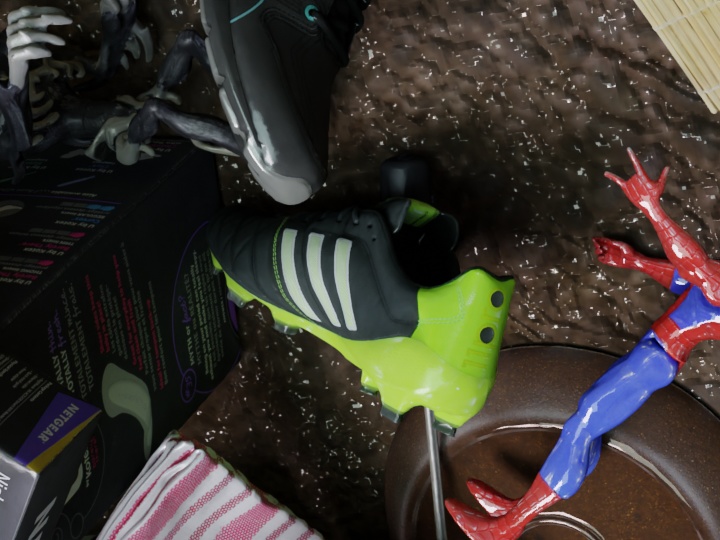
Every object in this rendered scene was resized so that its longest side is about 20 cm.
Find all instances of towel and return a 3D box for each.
[{"bbox_3d":[-0.061,0.179,0.950,0.030,0.147,0.200,18,162,46],"label":"towel"}]

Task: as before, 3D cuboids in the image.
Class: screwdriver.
[{"bbox_3d":[0.029,0.045,0.936,0.028,0.029,0.201,-8,107,-7],"label":"screwdriver"}]

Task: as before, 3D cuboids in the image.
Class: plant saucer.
[{"bbox_3d":[0.098,0.132,0.963,0.199,0.035,0.201,11,120,20],"label":"plant saucer"}]

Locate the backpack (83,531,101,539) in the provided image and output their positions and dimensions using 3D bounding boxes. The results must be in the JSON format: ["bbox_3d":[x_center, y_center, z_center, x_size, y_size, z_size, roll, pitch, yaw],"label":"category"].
[{"bbox_3d":[-0.123,0.241,1.032,0.153,0.175,0.201,-3,113,50],"label":"backpack"}]

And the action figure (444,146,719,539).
[{"bbox_3d":[0.104,0.023,0.873,0.200,0.065,0.099,-41,86,17],"label":"action figure"}]

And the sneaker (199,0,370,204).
[{"bbox_3d":[-0.024,-0.125,0.813,0.079,0.075,0.201,-9,71,6],"label":"sneaker"}]

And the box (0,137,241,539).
[{"bbox_3d":[-0.147,0.030,0.919,0.105,0.200,0.123,4,117,22],"label":"box"}]

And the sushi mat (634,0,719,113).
[{"bbox_3d":[0.133,-0.135,0.761,0.095,0.012,0.200,-17,137,28],"label":"sushi mat"}]

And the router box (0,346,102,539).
[{"bbox_3d":[-0.208,0.097,0.827,0.157,0.052,0.201,30,125,7],"label":"router box"}]

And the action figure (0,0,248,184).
[{"bbox_3d":[-0.119,-0.091,0.900,0.199,0.119,0.103,8,129,10],"label":"action figure"}]

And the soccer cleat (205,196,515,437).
[{"bbox_3d":[0.000,0.000,0.888,0.200,0.067,0.082,33,104,50],"label":"soccer cleat"}]
